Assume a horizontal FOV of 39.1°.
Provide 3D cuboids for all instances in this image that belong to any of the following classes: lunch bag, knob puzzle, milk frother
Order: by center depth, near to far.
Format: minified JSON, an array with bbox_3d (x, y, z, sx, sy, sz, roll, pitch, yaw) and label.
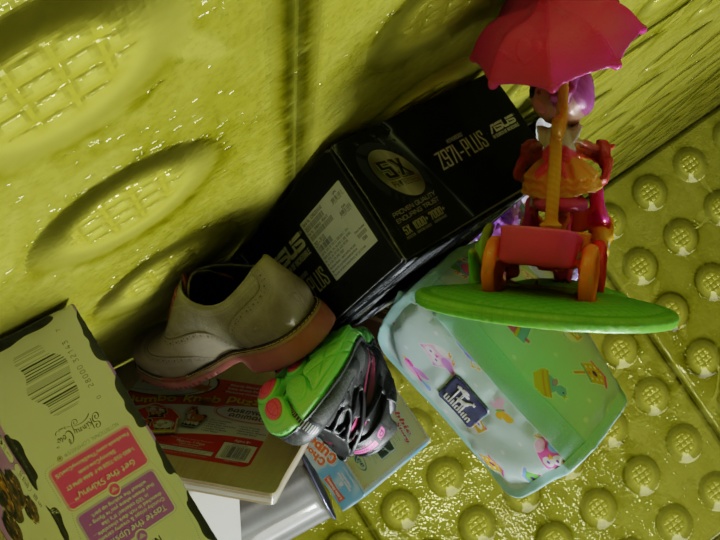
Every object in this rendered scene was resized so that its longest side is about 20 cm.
[{"bbox_3d":[0.106,0.068,0.755,0.122,0.171,0.200,-43,172,11],"label":"lunch bag"},{"bbox_3d":[-0.118,0.111,0.777,0.215,0.031,0.220,1,-156,0],"label":"knob puzzle"},{"bbox_3d":[-0.149,0.215,1.079,0.186,0.202,0.181,-26,170,-5],"label":"milk frother"}]

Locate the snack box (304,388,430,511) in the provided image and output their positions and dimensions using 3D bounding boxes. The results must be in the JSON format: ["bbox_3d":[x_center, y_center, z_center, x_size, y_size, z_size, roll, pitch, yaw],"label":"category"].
[{"bbox_3d":[-0.031,0.098,0.904,0.037,0.201,0.116,-40,170,37],"label":"snack box"}]

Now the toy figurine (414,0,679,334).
[{"bbox_3d":[0.119,-0.070,0.592,0.148,0.188,0.200,6,-175,20],"label":"toy figurine"}]

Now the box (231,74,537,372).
[{"bbox_3d":[0.014,-0.030,0.722,0.163,0.087,0.200,-30,172,-37],"label":"box"}]

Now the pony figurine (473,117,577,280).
[{"bbox_3d":[0.137,-0.043,0.952,0.165,0.201,0.194,-25,155,-19],"label":"pony figurine"}]

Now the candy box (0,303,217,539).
[{"bbox_3d":[-0.161,0.146,0.602,0.071,0.202,0.168,-29,171,-32],"label":"candy box"}]

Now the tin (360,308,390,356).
[{"bbox_3d":[0.031,0.062,1.048,0.200,0.110,0.043,-162,-93,-74],"label":"tin"}]

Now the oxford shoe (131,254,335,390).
[{"bbox_3d":[-0.103,0.029,0.694,0.198,0.075,0.071,-17,-153,42],"label":"oxford shoe"}]

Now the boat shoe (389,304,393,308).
[{"bbox_3d":[0.039,0.009,1.072,0.201,0.074,0.087,-35,133,-45],"label":"boat shoe"}]

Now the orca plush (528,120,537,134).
[{"bbox_3d":[0.190,-0.134,1.089,0.200,0.070,0.107,-35,133,-62],"label":"orca plush"}]

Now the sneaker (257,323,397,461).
[{"bbox_3d":[-0.008,0.087,0.693,0.076,0.084,0.200,-36,174,13],"label":"sneaker"}]

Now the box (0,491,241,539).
[{"bbox_3d":[-0.196,0.182,0.774,0.197,0.079,0.095,3,-169,28],"label":"box"}]
